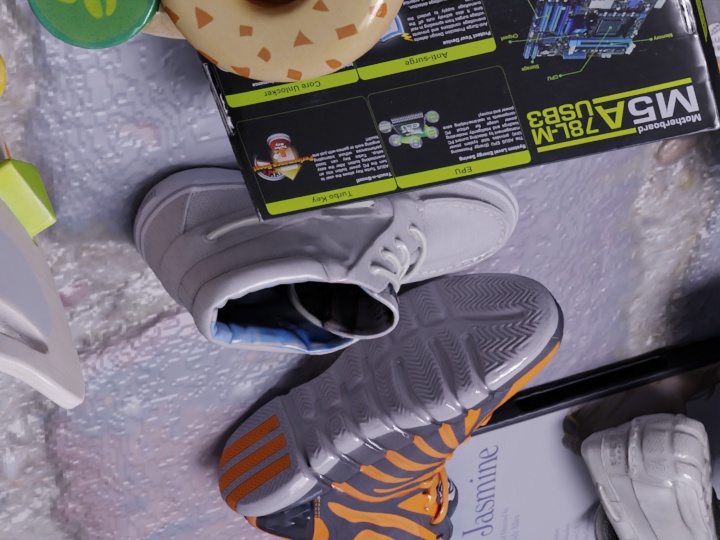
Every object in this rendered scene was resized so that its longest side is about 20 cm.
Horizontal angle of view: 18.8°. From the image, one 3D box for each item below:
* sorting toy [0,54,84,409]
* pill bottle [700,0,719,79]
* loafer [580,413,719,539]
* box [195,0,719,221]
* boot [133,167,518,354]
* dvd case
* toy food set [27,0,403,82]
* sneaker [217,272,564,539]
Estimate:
[{"bbox_3d":[-0.185,-0.009,0.833,0.200,0.180,0.107,8,122,-35],"label":"sorting toy"},{"bbox_3d":[0.136,-0.176,0.900,0.116,0.116,0.200,-24,117,-10],"label":"pill bottle"},{"bbox_3d":[0.168,0.143,1.231,0.070,0.070,0.200,-1,142,16],"label":"loafer"},{"bbox_3d":[0.025,-0.127,0.857,0.200,0.048,0.193,-12,120,16],"label":"box"},{"bbox_3d":[0.000,0.000,1.007,0.200,0.096,0.074,-5,129,-27],"label":"boot"},{"bbox_3d":[0.125,0.115,1.233,0.200,0.018,0.143,-15,133,-18],"label":"dvd case"},{"bbox_3d":[-0.071,-0.171,0.795,0.198,0.049,0.200,12,118,5],"label":"toy food set"},{"bbox_3d":[0.034,0.079,1.103,0.200,0.078,0.112,-31,137,21],"label":"sneaker"}]
